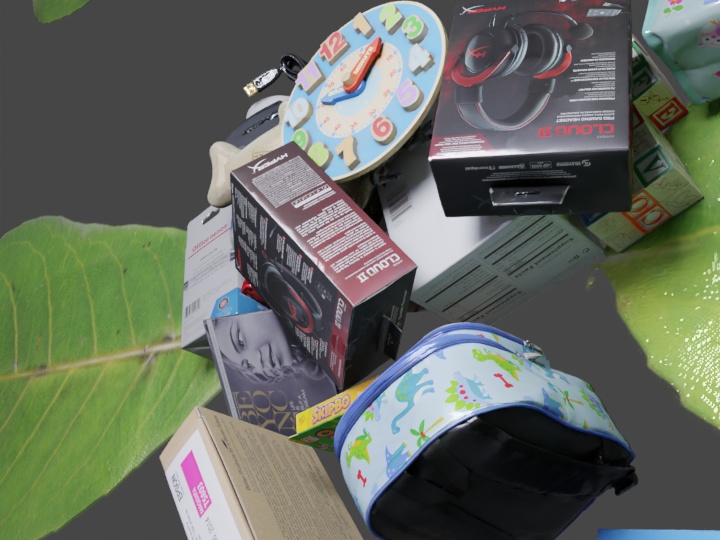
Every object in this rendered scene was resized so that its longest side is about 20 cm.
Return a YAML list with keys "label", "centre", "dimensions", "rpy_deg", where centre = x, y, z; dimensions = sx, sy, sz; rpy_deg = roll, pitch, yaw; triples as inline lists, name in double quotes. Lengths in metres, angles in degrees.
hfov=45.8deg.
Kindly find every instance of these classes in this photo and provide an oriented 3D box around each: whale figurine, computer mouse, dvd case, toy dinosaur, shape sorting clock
- label: "whale figurine"
  centre: [-0.073, -0.108, 0.947]
  dimensions: [0.199, 0.104, 0.160]
  rpy_deg: [-3, 84, 25]
- label: "computer mouse"
  centre: [-0.124, -0.184, 1.029]
  dimensions: [0.200, 0.046, 0.140]
  rpy_deg: [-42, 53, 3]
- label: "dvd case"
  centre: [-0.096, 0.117, 0.954]
  dimensions: [0.200, 0.016, 0.149]
  rpy_deg: [-9, 97, 45]
- label: "toy dinosaur"
  centre: [0.023, -0.114, 0.825]
  dimensions: [0.088, 0.047, 0.200]
  rpy_deg: [18, 83, 63]
- label: "shape sorting clock"
  centre: [-0.002, -0.173, 0.814]
  dimensions: [0.200, 0.039, 0.200]
  rpy_deg: [-26, 47, 31]

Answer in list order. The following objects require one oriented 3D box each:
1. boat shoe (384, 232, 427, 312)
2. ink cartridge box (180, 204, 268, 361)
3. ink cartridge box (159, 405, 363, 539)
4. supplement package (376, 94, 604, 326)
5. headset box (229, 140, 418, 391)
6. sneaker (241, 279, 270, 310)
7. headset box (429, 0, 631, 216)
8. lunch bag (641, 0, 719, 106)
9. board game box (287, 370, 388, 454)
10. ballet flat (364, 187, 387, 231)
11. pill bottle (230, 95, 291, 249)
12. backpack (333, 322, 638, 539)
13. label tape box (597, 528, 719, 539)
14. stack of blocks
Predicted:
- label: "boat shoe"
  centre: [0.000, -0.006, 0.919]
  dimensions: [0.202, 0.075, 0.075]
  rpy_deg: [22, 122, 51]
- label: "ink cartridge box"
  centre: [-0.175, 0.005, 1.126]
  dimensions: [0.116, 0.068, 0.200]
  rpy_deg: [-30, 49, 33]
- label: "ink cartridge box"
  centre: [-0.088, 0.239, 0.822]
  dimensions: [0.075, 0.165, 0.200]
  rpy_deg: [-52, 40, 12]
- label: "supplement package"
  centre: [0.113, -0.071, 0.822]
  dimensions: [0.156, 0.111, 0.200]
  rpy_deg: [-37, 44, 28]
- label: "headset box"
  centre: [-0.033, 0.004, 0.784]
  dimensions: [0.075, 0.149, 0.200]
  rpy_deg: [-31, 62, -25]
- label: "sneaker"
  centre: [-0.067, 0.041, 0.950]
  dimensions: [0.200, 0.115, 0.079]
  rpy_deg: [13, 79, 50]
- label: "headset box"
  centre: [0.142, -0.128, 0.687]
  dimensions: [0.148, 0.075, 0.200]
  rpy_deg: [0, 55, 19]
- label: "lunch bag"
  centre: [0.333, -0.258, 0.685]
  dimensions: [0.170, 0.122, 0.200]
  rpy_deg: [-11, 53, 46]
- label: "board game box"
  centre: [0.029, 0.131, 0.809]
  dimensions: [0.200, 0.095, 0.030]
  rpy_deg: [-32, 49, 31]
- label: "ballet flat"
  centre: [0.055, -0.135, 0.957]
  dimensions: [0.046, 0.067, 0.200]
  rpy_deg: [35, 102, 24]
- label: "pill bottle"
  centre: [-0.103, -0.115, 1.080]
  dimensions: [0.114, 0.114, 0.200]
  rpy_deg: [-25, 52, 36]
- label: "backpack"
  centre: [0.083, 0.134, 0.667]
  dimensions: [0.183, 0.200, 0.147]
  rpy_deg: [-48, 41, 18]
- label: "label tape box"
  centre: [0.204, 0.270, 0.565]
  dimensions: [0.144, 0.063, 0.201]
  rpy_deg: [-15, 59, 42]
- label: "stack of blocks"
  centre: [0.229, -0.130, 0.770]
  dimensions: [0.115, 0.059, 0.200]
  rpy_deg: [-38, 45, 26]
